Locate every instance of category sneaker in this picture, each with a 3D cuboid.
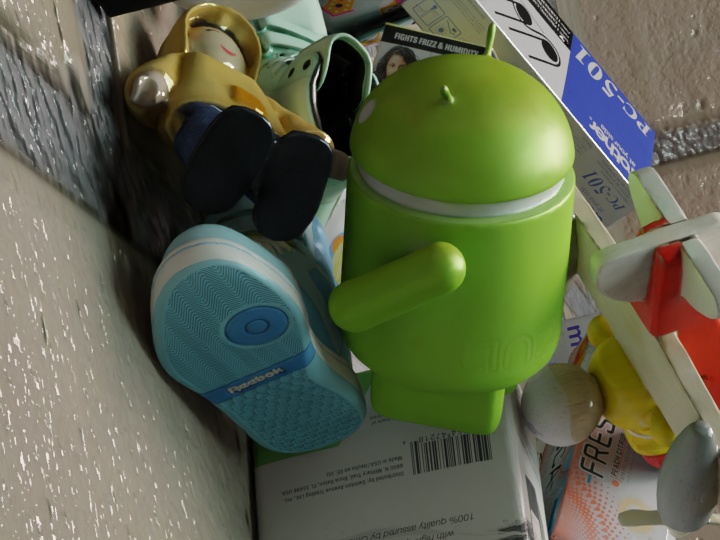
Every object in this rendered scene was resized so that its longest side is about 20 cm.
[{"bbox_3d":[-0.063,0.000,1.447,0.200,0.079,0.131,59,15,-58],"label":"sneaker"},{"bbox_3d":[-0.024,-0.116,1.566,0.118,0.073,0.202,-46,-140,47],"label":"sneaker"}]

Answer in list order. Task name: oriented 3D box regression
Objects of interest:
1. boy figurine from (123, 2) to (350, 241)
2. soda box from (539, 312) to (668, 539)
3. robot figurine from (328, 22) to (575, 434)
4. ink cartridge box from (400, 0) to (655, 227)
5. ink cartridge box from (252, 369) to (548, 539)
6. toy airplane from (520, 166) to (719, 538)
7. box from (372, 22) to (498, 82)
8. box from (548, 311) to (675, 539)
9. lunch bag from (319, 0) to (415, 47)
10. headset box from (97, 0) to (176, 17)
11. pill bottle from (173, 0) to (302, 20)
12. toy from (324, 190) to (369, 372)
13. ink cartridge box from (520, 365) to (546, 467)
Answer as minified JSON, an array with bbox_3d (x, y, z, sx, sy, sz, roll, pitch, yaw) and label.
[{"bbox_3d":[-0.063,-0.078,1.448,0.065,0.124,0.200,-63,-162,17],"label":"boy figurine"},{"bbox_3d":[0.143,0.110,1.629,0.064,0.068,0.201,-57,-170,45],"label":"soda box"},{"bbox_3d":[0.049,-0.019,1.439,0.176,0.115,0.201,-56,154,-56],"label":"robot figurine"},{"bbox_3d":[0.108,-0.126,1.791,0.200,0.044,0.094,49,27,-19],"label":"ink cartridge box"},{"bbox_3d":[0.025,0.155,1.509,0.084,0.144,0.201,63,18,-53],"label":"ink cartridge box"},{"bbox_3d":[0.147,0.044,1.511,0.200,0.141,0.200,61,2,-11],"label":"toy airplane"},{"bbox_3d":[0.023,-0.041,1.703,0.050,0.075,0.201,47,59,-74],"label":"box"},{"bbox_3d":[0.107,0.141,1.855,0.097,0.175,0.201,1,77,-79],"label":"box"},{"bbox_3d":[0.027,-0.224,1.881,0.200,0.169,0.123,58,11,-58],"label":"lunch bag"},{"bbox_3d":[-0.123,-0.254,1.421,0.149,0.074,0.201,59,22,-59],"label":"headset box"},{"bbox_3d":[-0.068,-0.242,1.580,0.201,0.115,0.116,-92,164,-46],"label":"pill bottle"},{"bbox_3d":[0.000,0.000,1.625,0.115,0.047,0.201,43,71,-41],"label":"toy"},{"bbox_3d":[0.072,0.176,1.716,0.088,0.144,0.201,48,30,-71],"label":"ink cartridge box"}]
